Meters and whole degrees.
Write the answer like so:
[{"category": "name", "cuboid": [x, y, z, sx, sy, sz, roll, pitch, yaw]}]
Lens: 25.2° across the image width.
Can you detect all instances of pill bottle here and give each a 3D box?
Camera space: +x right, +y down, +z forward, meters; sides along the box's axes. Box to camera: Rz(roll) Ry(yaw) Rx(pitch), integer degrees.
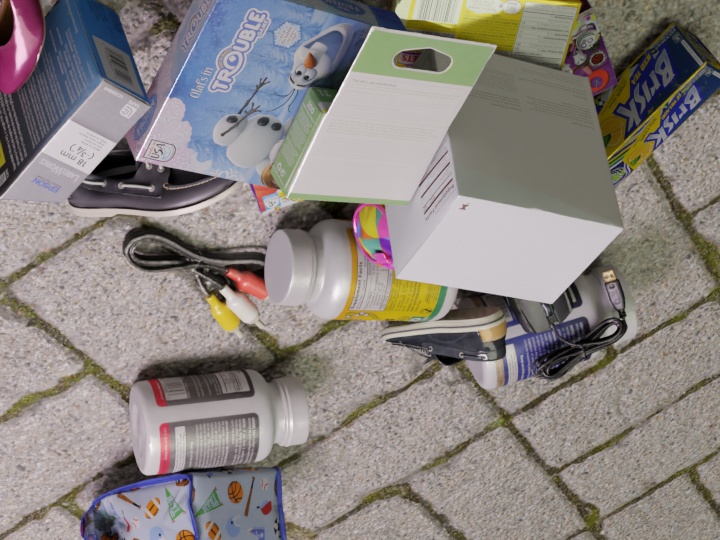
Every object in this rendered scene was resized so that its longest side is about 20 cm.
[{"category": "pill bottle", "cuboid": [-0.166, 0.175, 1.902, 0.199, 0.111, 0.111, -5, 134, -18]}, {"category": "pill bottle", "cuboid": [0.000, 0.000, 1.801, 0.199, 0.113, 0.113, 2, 131, -25]}, {"category": "pill bottle", "cuboid": [0.226, 0.064, 1.956, 0.199, 0.116, 0.116, -16, 136, -7]}]

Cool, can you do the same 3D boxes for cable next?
[{"category": "cable", "cuboid": [-0.166, 0.002, 1.777, 0.097, 0.050, 0.200, -43, 134, 15]}]

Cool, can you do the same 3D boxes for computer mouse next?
[{"category": "computer mouse", "cuboid": [0.232, 0.016, 1.878, 0.140, 0.201, 0.046, -24, 180, -7]}]

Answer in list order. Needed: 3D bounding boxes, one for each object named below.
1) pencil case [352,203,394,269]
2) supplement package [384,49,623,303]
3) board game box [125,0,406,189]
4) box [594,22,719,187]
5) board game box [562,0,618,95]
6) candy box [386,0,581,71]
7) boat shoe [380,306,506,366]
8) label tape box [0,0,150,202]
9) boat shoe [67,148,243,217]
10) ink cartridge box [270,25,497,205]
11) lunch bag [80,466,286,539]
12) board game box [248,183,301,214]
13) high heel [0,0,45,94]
[{"category": "pencil case", "cuboid": [0.090, -0.063, 1.758, 0.199, 0.088, 0.089, -19, 140, -31]}, {"category": "supplement package", "cuboid": [0.135, -0.098, 1.641, 0.191, 0.201, 0.147, 10, 142, -23]}, {"category": "board game box", "cuboid": [-0.087, -0.171, 1.493, 0.198, 0.043, 0.200, 10, 126, -33]}, {"category": "box", "cuboid": [0.307, -0.175, 1.785, 0.200, 0.070, 0.064, -46, 147, 22]}, {"category": "board game box", "cuboid": [0.171, -0.203, 1.739, 0.199, 0.032, 0.120, -28, 141, 4]}, {"category": "candy box", "cuboid": [0.120, -0.243, 1.653, 0.199, 0.026, 0.103, 4, 125, -17]}, {"category": "boat shoe", "cuboid": [0.096, 0.080, 1.881, 0.074, 0.200, 0.062, -25, 103, -38]}, {"category": "label tape box", "cuboid": [-0.295, -0.143, 1.514, 0.063, 0.144, 0.200, 26, 119, -41]}, {"category": "boat shoe", "cuboid": [-0.212, -0.097, 1.612, 0.199, 0.073, 0.063, -4, 124, 22]}, {"category": "ink cartridge box", "cuboid": [0.019, -0.150, 1.504, 0.145, 0.048, 0.200, 2, 130, -34]}, {"category": "lunch bag", "cuboid": [-0.217, 0.308, 1.966, 0.199, 0.124, 0.170, -12, 168, 37]}, {"category": "board game box", "cuboid": [-0.086, -0.172, 1.603, 0.105, 0.103, 0.200, -20, 137, -4]}, {"category": "high heel", "cuboid": [-0.330, -0.253, 1.449, 0.096, 0.067, 0.201, 1, 119, -32]}]
